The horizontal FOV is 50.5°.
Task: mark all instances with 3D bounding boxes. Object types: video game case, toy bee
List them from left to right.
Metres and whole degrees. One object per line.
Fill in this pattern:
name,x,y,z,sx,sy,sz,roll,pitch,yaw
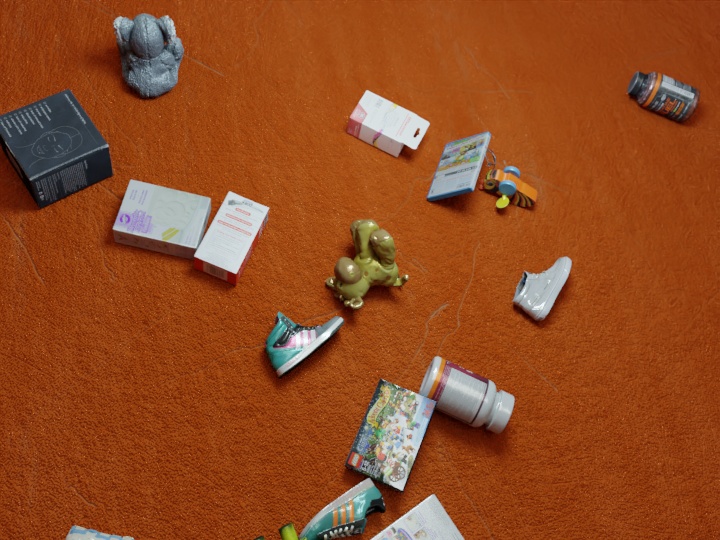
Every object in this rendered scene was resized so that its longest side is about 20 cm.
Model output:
video game case,0.261,-0.275,2.018,0.018,0.141,0.202,44,52,-33
toy bee,0.377,-0.239,2.046,0.201,0.108,0.131,54,52,-10

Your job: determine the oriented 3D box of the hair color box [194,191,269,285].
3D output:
hair color box,-0.304,-0.077,1.814,0.109,0.064,0.202,22,60,2

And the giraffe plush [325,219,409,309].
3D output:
giraffe plush,0.000,0.000,1.806,0.161,0.172,0.202,-32,106,-16

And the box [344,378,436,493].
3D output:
box,0.066,0.352,1.635,0.134,0.038,0.203,20,69,12

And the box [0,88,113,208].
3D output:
box,-0.724,-0.291,1.803,0.195,0.125,0.201,-31,71,-24

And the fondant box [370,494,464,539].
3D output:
fondant box,0.108,0.573,1.536,0.198,0.059,0.145,-27,70,-25

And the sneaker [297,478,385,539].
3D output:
sneaker,-0.033,0.507,1.542,0.198,0.072,0.080,-30,66,-27

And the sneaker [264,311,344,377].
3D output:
sneaker,-0.140,0.136,1.724,0.199,0.084,0.121,-36,83,-26

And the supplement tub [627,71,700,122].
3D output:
supplement tub,0.916,-0.534,2.316,0.197,0.107,0.108,22,59,1

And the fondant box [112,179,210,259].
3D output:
fondant box,-0.467,-0.120,1.804,0.196,0.059,0.147,12,60,-4

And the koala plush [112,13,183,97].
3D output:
koala plush,-0.543,-0.572,1.956,0.174,0.201,0.187,0,61,-13

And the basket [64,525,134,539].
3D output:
basket,-0.486,0.571,1.353,0.173,0.141,0.201,16,28,-3

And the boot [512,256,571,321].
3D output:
boot,0.455,0.024,1.918,0.095,0.074,0.201,34,60,0

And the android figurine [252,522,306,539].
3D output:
android figurine,-0.137,0.598,1.461,0.179,0.041,0.203,-23,84,-8

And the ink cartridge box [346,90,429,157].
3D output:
ink cartridge box,0.076,-0.389,2.070,0.197,0.068,0.117,27,59,5

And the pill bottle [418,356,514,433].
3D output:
pill bottle,0.236,0.281,1.706,0.197,0.110,0.111,24,59,2
